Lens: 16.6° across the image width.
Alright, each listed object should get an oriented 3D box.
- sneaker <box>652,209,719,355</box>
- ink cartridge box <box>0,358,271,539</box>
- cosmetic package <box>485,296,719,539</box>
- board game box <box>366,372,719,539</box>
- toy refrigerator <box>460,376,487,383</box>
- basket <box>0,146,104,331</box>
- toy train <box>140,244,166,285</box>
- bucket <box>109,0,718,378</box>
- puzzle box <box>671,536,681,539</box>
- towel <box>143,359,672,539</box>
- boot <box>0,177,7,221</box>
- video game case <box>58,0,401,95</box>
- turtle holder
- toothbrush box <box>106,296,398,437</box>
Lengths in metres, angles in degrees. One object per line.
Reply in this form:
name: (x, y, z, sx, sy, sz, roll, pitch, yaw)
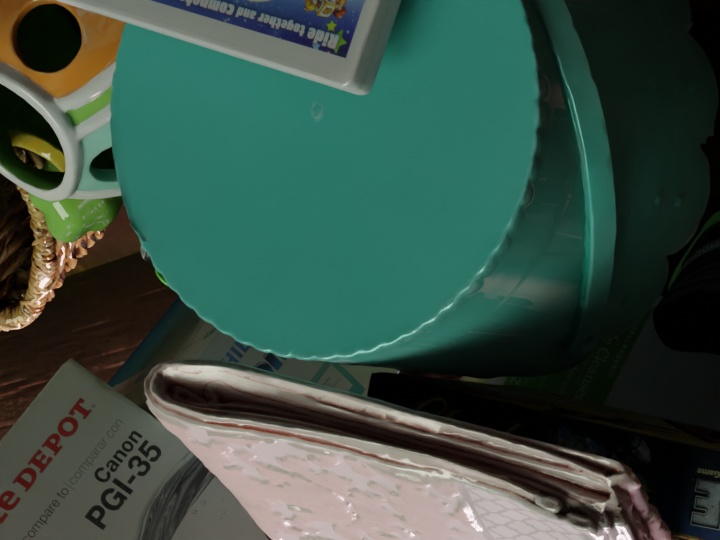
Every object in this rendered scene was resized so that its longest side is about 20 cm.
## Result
sneaker: (0.194, 0.044, 0.961, 0.200, 0.084, 0.077, 32, 160, 47)
ink cartridge box: (-0.103, 0.161, 1.136, 0.200, 0.147, 0.083, 35, 150, 4)
cosmetic package: (0.155, 0.084, 1.059, 0.200, 0.108, 0.085, 21, 167, 28)
board game box: (0.118, 0.077, 0.940, 0.200, 0.035, 0.135, 12, -179, 31)
toy refrigerator: (0.136, 0.101, 1.153, 0.200, 0.076, 0.070, 26, 148, 24)
basket: (-0.227, -0.047, 1.283, 0.143, 0.149, 0.200, 23, 146, 27)
toy train: (0.000, 0.000, 1.121, 0.200, 0.057, 0.042, 14, 170, -10)
bucket: (0.017, -0.057, 0.911, 0.207, 0.208, 0.135, 22, -169, 27)
puzzle box: (0.144, 0.150, 1.039, 0.200, 0.025, 0.133, 35, 168, -27)
towel: (0.035, 0.102, 0.926, 0.191, 0.032, 0.200, 13, 157, 28)
boot: (-0.204, -0.058, 1.088, 0.186, 0.064, 0.200, 45, 176, 39)
video game case: (-0.026, -0.174, 0.853, 0.143, 0.200, 0.018, 20, -178, 31)
turtle holder: (-0.123, -0.098, 1.111, 0.141, 0.132, 0.185, 46, 150, -13)
toothbrush box: (-0.056, 0.051, 1.229, 0.085, 0.146, 0.200, 42, 150, -8)
